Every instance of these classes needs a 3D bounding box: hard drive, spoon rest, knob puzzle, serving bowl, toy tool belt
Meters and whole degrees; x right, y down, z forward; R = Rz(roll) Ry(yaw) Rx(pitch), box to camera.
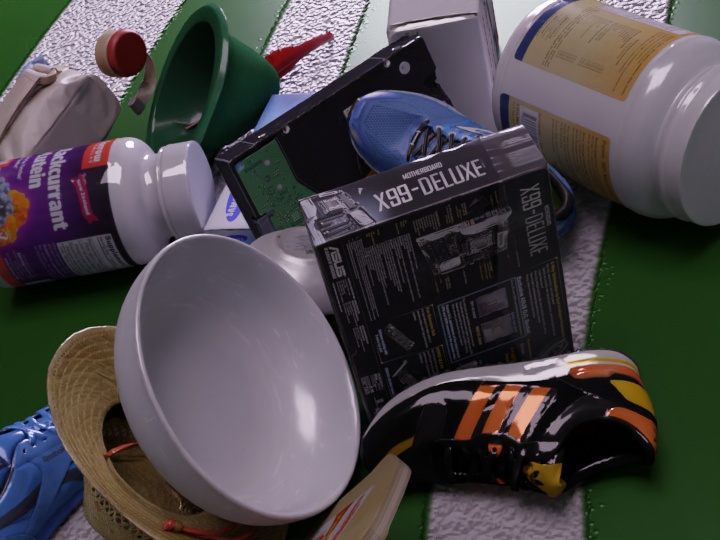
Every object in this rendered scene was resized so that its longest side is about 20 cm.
[{"bbox_3d":[-0.005,-0.082,1.073,0.199,0.141,0.038,-36,23,-19],"label":"hard drive"},{"bbox_3d":[0.000,0.000,1.011,0.198,0.061,0.100,-7,34,-21],"label":"spoon rest"},{"bbox_3d":[-0.023,0.187,0.760,0.030,0.220,0.220,40,56,0],"label":"knob puzzle"},{"bbox_3d":[-0.090,0.080,0.875,0.066,0.200,0.201,-32,29,33],"label":"serving bowl"},{"bbox_3d":[-0.302,-0.156,1.282,0.122,0.125,0.201,10,63,40],"label":"toy tool belt"}]

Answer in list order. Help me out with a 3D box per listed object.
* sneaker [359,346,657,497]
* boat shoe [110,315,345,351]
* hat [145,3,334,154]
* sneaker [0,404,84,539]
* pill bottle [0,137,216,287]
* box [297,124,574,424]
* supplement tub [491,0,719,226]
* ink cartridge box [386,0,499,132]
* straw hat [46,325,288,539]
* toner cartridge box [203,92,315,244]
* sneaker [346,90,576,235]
[{"bbox_3d":[0.098,0.112,0.862,0.198,0.071,0.090,-14,35,1],"label":"sneaker"},{"bbox_3d":[-0.109,0.050,1.016,0.198,0.073,0.066,-9,27,-4],"label":"boat shoe"},{"bbox_3d":[-0.095,-0.160,1.287,0.165,0.175,0.202,24,97,60],"label":"hat"},{"bbox_3d":[-0.234,0.134,0.956,0.065,0.079,0.201,8,44,31],"label":"sneaker"},{"bbox_3d":[-0.232,-0.055,1.150,0.198,0.112,0.112,-10,39,9],"label":"pill bottle"},{"bbox_3d":[0.058,0.015,0.888,0.156,0.201,0.050,-20,42,-3],"label":"box"},{"bbox_3d":[0.217,-0.128,1.044,0.144,0.145,0.199,-35,42,-22],"label":"supplement tub"},{"bbox_3d":[0.079,-0.217,1.200,0.083,0.146,0.201,-7,40,11],"label":"ink cartridge box"},{"bbox_3d":[-0.149,0.141,0.898,0.085,0.200,0.202,-49,30,26],"label":"straw hat"},{"bbox_3d":[-0.062,-0.086,1.180,0.094,0.043,0.201,-2,41,20],"label":"toner cartridge box"},{"bbox_3d":[0.083,-0.089,1.023,0.198,0.089,0.079,24,85,0],"label":"sneaker"}]
